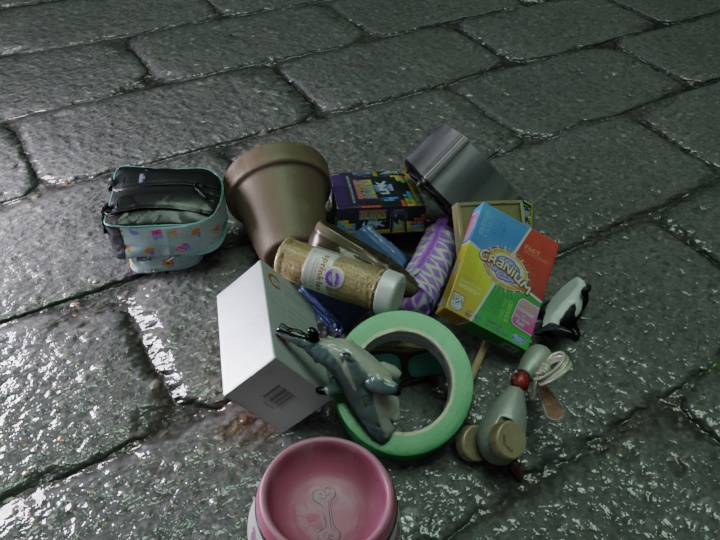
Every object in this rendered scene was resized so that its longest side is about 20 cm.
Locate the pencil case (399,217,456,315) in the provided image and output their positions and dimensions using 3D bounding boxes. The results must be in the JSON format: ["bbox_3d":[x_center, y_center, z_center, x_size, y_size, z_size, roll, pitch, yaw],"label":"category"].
[{"bbox_3d":[0.114,-0.003,1.238,0.083,0.087,0.201,-1,33,26],"label":"pencil case"}]

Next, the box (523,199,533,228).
[{"bbox_3d":[0.280,-0.056,1.334,0.069,0.065,0.201,10,40,6],"label":"box"}]

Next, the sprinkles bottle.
[{"bbox_3d":[-0.032,0.009,1.085,0.197,0.069,0.068,18,42,18],"label":"sprinkles bottle"}]

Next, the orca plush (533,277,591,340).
[{"bbox_3d":[0.348,0.080,1.172,0.072,0.105,0.200,53,22,-2],"label":"orca plush"}]

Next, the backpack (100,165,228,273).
[{"bbox_3d":[-0.328,-0.093,1.249,0.196,0.155,0.177,-8,42,0],"label":"backpack"}]

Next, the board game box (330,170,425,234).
[{"bbox_3d":[0.027,-0.134,1.369,0.162,0.058,0.201,-2,26,-7],"label":"board game box"}]

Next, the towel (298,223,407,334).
[{"bbox_3d":[-0.011,0.013,1.214,0.111,0.049,0.200,41,54,5],"label":"towel"}]

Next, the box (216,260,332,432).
[{"bbox_3d":[-0.128,0.106,1.032,0.097,0.124,0.202,-35,39,16],"label":"box"}]

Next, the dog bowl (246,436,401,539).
[{"bbox_3d":[-0.043,0.294,0.881,0.196,0.075,0.202,3,40,-3],"label":"dog bowl"}]

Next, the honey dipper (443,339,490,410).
[{"bbox_3d":[0.176,0.150,1.101,0.037,0.038,0.201,18,41,16],"label":"honey dipper"}]

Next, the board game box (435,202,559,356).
[{"bbox_3d":[0.223,0.012,1.154,0.151,0.040,0.202,26,66,-7],"label":"board game box"}]

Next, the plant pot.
[{"bbox_3d":[-0.134,-0.097,1.266,0.196,0.201,0.177,-7,57,-14],"label":"plant pot"}]

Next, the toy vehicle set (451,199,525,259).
[{"bbox_3d":[0.225,-0.016,1.210,0.122,0.027,0.204,-2,81,-13],"label":"toy vehicle set"}]

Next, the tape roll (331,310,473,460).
[{"bbox_3d":[0.058,0.159,1.003,0.196,0.048,0.204,0,67,0],"label":"tape roll"}]

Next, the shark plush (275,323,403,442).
[{"bbox_3d":[-0.026,0.137,0.931,0.198,0.084,0.091,34,9,-12],"label":"shark plush"}]

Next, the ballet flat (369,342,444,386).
[{"bbox_3d":[0.059,0.138,1.089,0.196,0.072,0.071,-9,41,-12],"label":"ballet flat"}]

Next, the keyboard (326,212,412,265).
[{"bbox_3d":[-0.005,-0.051,1.336,0.126,0.021,0.200,-24,47,-30],"label":"keyboard"}]

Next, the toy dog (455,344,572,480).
[{"bbox_3d":[0.226,0.205,0.991,0.200,0.097,0.132,-44,12,-9],"label":"toy dog"}]

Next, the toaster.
[{"bbox_3d":[0.184,-0.158,1.308,0.180,0.119,0.200,41,10,-18],"label":"toaster"}]

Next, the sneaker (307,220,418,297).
[{"bbox_3d":[0.000,0.000,1.146,0.198,0.076,0.070,34,14,17],"label":"sneaker"}]
